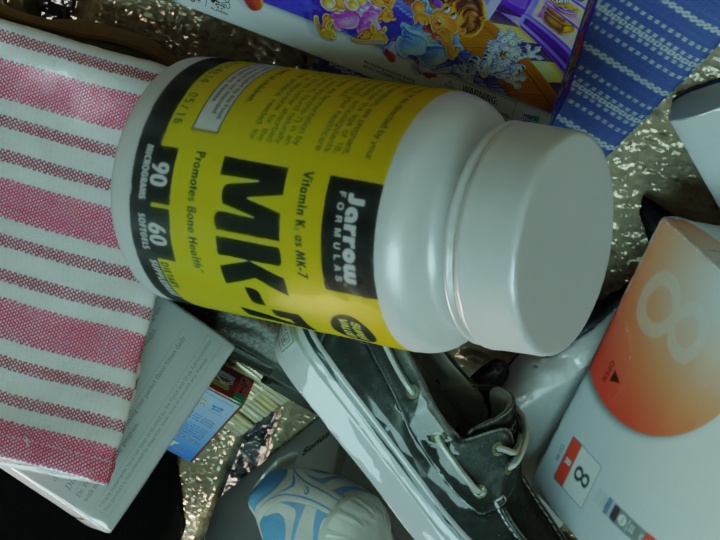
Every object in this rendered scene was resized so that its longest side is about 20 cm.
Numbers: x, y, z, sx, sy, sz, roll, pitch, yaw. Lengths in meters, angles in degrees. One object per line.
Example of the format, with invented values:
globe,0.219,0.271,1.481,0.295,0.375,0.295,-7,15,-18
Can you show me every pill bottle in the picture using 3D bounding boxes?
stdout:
pill bottle,0.001,-0.027,0.907,0.200,0.114,0.115,10,136,30

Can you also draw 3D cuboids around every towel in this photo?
towel,0.072,-0.106,0.972,0.145,0.024,0.200,30,133,-15
towel,-0.161,-0.013,0.950,0.146,0.201,0.030,14,173,-10

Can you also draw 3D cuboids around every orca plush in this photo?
orca plush,0.095,0.044,1.064,0.105,0.071,0.200,18,114,-28

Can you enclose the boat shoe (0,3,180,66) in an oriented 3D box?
boat shoe,-0.187,-0.093,1.013,0.199,0.070,0.071,9,134,8

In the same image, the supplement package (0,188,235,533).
supplement package,-0.179,0.027,1.017,0.200,0.110,0.114,35,169,-8

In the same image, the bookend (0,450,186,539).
bookend,-0.220,0.175,1.171,0.198,0.200,0.092,5,132,9

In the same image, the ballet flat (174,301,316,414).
ballet flat,-0.080,0.011,1.081,0.200,0.046,0.067,33,169,-9

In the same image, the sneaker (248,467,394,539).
sneaker,-0.007,0.175,1.105,0.072,0.072,0.200,25,146,37

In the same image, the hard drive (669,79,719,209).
hard drive,0.250,-0.022,0.994,0.132,0.025,0.200,-18,124,27

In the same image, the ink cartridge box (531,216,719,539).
ink cartridge box,0.172,0.095,0.954,0.050,0.200,0.163,8,118,-33

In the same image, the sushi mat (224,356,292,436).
sushi mat,-0.110,0.016,1.128,0.200,0.012,0.096,38,128,-19

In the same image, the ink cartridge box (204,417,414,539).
ink cartridge box,0.024,0.182,1.195,0.200,0.083,0.147,36,129,-17

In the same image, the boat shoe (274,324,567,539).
boat shoe,0.046,0.084,0.991,0.071,0.072,0.200,-37,107,22

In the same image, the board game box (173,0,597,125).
board game box,0.009,-0.153,0.900,0.199,0.045,0.135,22,132,8

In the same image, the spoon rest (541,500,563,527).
spoon rest,0.083,0.172,1.111,0.099,0.200,0.061,49,153,-17

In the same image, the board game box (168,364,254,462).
board game box,-0.163,0.037,1.130,0.200,0.019,0.103,28,150,-8
